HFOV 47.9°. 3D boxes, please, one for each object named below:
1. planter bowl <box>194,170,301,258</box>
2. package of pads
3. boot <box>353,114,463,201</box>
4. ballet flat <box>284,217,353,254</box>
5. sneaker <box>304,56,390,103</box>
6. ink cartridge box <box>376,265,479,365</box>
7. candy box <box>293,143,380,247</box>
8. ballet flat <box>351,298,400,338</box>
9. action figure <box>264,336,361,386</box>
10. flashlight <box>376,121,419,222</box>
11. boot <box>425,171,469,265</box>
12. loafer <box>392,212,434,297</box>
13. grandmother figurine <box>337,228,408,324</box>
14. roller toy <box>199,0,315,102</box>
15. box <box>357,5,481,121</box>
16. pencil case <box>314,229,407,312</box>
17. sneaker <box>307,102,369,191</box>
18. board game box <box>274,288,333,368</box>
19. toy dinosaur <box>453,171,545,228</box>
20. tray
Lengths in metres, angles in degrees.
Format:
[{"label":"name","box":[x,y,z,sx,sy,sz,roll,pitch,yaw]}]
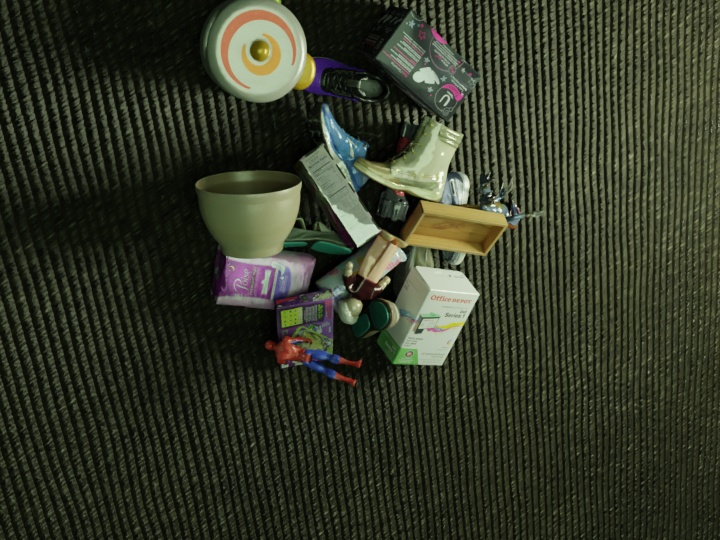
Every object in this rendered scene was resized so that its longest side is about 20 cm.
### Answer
[{"label":"planter bowl","box":[-0.206,-0.101,1.526,0.198,0.200,0.136,-7,110,-18]},{"label":"package of pads","box":[-0.196,0.014,1.638,0.198,0.076,0.122,8,102,-22]},{"label":"boot","box":[0.095,-0.235,1.602,0.198,0.072,0.156,15,106,-21]},{"label":"ballet flat","box":[-0.104,-0.074,1.654,0.198,0.067,0.065,5,76,-24]},{"label":"sneaker","box":[-0.030,-0.365,1.561,0.198,0.100,0.070,6,105,-19]},{"label":"ink cartridge box","box":[0.145,0.101,1.750,0.144,0.084,0.201,6,121,-34]},{"label":"candy box","box":[-0.048,-0.141,1.579,0.061,0.136,0.201,-34,96,-7]},{"label":"ballet flat","box":[0.043,0.095,1.702,0.067,0.200,0.069,-12,83,-25]},{"label":"action figure","box":[-0.097,0.178,1.656,0.198,0.099,0.066,17,91,4]},{"label":"flashlight","box":[0.094,-0.203,1.682,0.067,0.068,0.202,8,103,-25]},{"label":"boot","box":[0.177,-0.110,1.733,0.090,0.072,0.203,-6,101,-37]},{"label":"loafer","box":[0.121,-0.034,1.750,0.069,0.075,0.202,0,116,-26]},{"label":"grandmother figurine","box":[0.012,0.016,1.627,0.120,0.061,0.201,25,97,-29]},{"label":"roller toy","box":[-0.193,-0.398,1.468,0.181,0.140,0.201,-30,115,-8]},{"label":"box","box":[0.112,-0.404,1.586,0.199,0.132,0.115,37,96,-26]},{"label":"pencil case","box":[0.000,0.000,1.703,0.199,0.091,0.083,-38,93,-7]},{"label":"sneaker","box":[-0.037,-0.252,1.619,0.089,0.078,0.201,-37,124,-14]},{"label":"board game box","box":[-0.115,0.123,1.678,0.119,0.033,0.201,-8,138,-10]},{"label":"toy dinosaur","box":[0.289,-0.136,1.757,0.198,0.106,0.182,-20,147,9]},{"label":"tray","box":[0.192,-0.086,1.665,0.198,0.037,0.099,8,138,-23]}]
